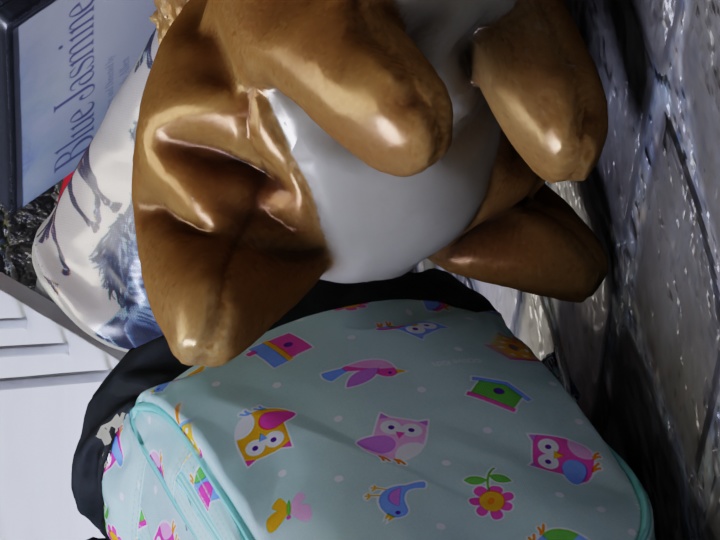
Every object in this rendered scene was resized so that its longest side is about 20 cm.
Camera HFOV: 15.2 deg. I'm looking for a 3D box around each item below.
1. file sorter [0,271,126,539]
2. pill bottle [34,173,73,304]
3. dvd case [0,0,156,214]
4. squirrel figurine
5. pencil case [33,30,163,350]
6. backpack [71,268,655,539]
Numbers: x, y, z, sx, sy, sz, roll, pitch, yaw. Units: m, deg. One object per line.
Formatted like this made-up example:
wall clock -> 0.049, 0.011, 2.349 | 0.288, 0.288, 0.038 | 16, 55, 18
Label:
file sorter -> -0.180, 0.084, 1.093 | 0.200, 0.124, 0.139 | 24, 114, 61
pill bottle -> -0.065, -0.062, 1.170 | 0.112, 0.112, 0.200 | 125, 159, -76
dvd case -> -0.057, -0.112, 1.007 | 0.018, 0.200, 0.143 | 47, 159, 15
squirrel figurine -> 0.002, -0.103, 0.784 | 0.200, 0.141, 0.187 | -114, 27, -44
pencil case -> -0.040, -0.055, 0.972 | 0.089, 0.078, 0.200 | 46, 123, 17
backpack -> 0.009, 0.088, 0.800 | 0.200, 0.167, 0.127 | -126, 21, -49
